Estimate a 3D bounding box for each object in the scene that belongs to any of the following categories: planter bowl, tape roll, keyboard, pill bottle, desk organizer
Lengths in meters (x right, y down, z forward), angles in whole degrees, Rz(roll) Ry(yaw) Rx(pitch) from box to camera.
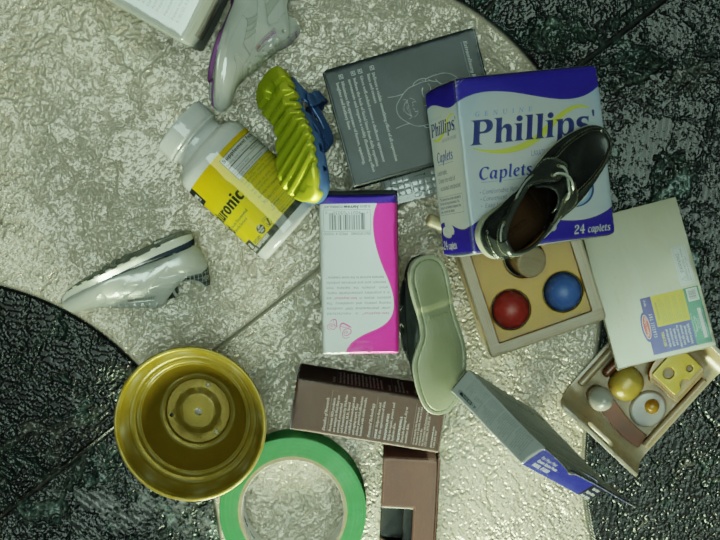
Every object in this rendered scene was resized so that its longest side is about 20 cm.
[{"bbox_3d":[-0.219,0.194,1.490,0.197,0.083,0.204,0,96,0],"label":"planter bowl"},{"bbox_3d":[-0.090,0.318,1.522,0.197,0.048,0.204,0,96,0],"label":"tape roll"},{"bbox_3d":[0.125,-0.137,1.494,0.197,0.011,0.057,-14,96,1],"label":"keyboard"},{"bbox_3d":[-0.159,-0.119,1.444,0.200,0.111,0.111,42,94,-4],"label":"pill bottle"},{"bbox_3d":[0.064,0.340,1.514,0.076,0.072,0.203,2,96,2],"label":"desk organizer"}]

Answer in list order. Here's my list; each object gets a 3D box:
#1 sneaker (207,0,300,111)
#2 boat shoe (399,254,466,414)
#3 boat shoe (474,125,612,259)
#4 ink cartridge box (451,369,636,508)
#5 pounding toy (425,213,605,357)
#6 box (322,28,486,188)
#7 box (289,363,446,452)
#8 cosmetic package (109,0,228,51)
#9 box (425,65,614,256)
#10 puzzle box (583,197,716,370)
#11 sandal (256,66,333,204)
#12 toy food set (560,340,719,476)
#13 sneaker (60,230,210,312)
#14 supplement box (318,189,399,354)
[{"bbox_3d":[-0.133,-0.291,1.431,0.098,0.075,0.202,20,81,-8],"label":"sneaker"},{"bbox_3d":[0.084,0.078,1.423,0.074,0.066,0.202,-14,100,-15],"label":"boat shoe"},{"bbox_3d":[0.216,-0.087,1.255,0.200,0.068,0.072,-44,100,-13],"label":"boat shoe"},{"bbox_3d":[0.227,0.223,1.400,0.041,0.200,0.199,-51,137,5],"label":"ink cartridge box"},{"bbox_3d":[0.194,-0.007,1.442,0.182,0.142,0.203,-19,96,1],"label":"pounding toy"},{"bbox_3d":[0.066,-0.203,1.436,0.197,0.107,0.151,-15,93,2],"label":"box"},{"bbox_3d":[0.010,0.179,1.482,0.197,0.100,0.076,11,96,-1],"label":"box"},{"bbox_3d":[-0.254,-0.396,1.386,0.198,0.167,0.168,29,96,-4],"label":"cosmetic package"},{"bbox_3d":[0.187,-0.128,1.335,0.181,0.105,0.203,-8,91,-14],"label":"box"},{"bbox_3d":[0.372,0.018,1.474,0.131,0.025,0.203,-13,80,5],"label":"puzzle box"},{"bbox_3d":[-0.066,-0.170,1.423,0.079,0.086,0.202,-40,52,38],"label":"sandal"},{"bbox_3d":[0.381,0.152,1.501,0.143,0.060,0.200,42,95,-4],"label":"toy food set"},{"bbox_3d":[-0.296,0.020,1.481,0.198,0.076,0.081,-22,105,3],"label":"sneaker"},{"bbox_3d":[0.000,0.000,1.458,0.100,0.103,0.203,0,97,2],"label":"supplement box"}]
